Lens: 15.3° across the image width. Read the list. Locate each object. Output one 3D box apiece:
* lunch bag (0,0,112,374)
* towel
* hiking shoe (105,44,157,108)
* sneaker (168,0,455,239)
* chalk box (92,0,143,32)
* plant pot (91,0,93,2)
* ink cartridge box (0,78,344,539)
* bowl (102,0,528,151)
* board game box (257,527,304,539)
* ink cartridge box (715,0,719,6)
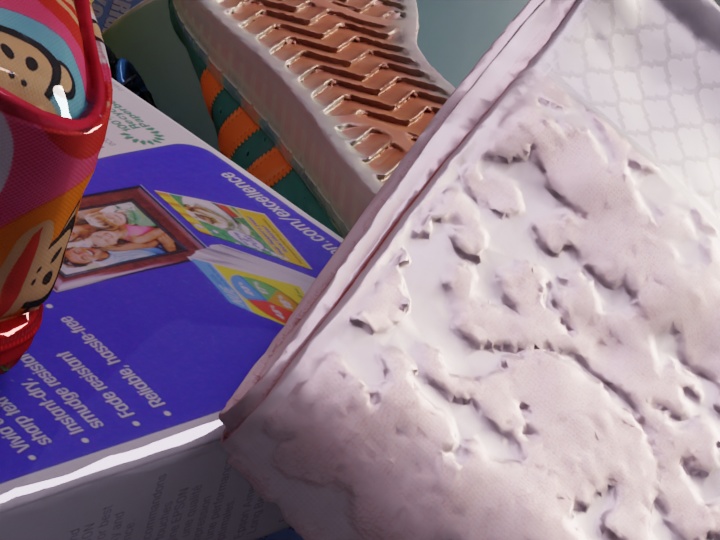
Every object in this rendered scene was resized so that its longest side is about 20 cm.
[{"bbox_3d":[-0.153,-0.061,0.525,0.199,0.082,0.177,13,27,-20],"label":"lunch bag"},{"bbox_3d":[0.085,0.040,0.579,0.200,0.032,0.191,42,48,-8],"label":"towel"},{"bbox_3d":[-0.081,-0.018,0.732,0.074,0.087,0.200,-10,14,-19],"label":"hiking shoe"},{"bbox_3d":[-0.011,-0.026,0.728,0.071,0.080,0.200,1,30,-22],"label":"sneaker"},{"bbox_3d":[-0.115,-0.077,1.065,0.199,0.124,0.124,30,6,-25],"label":"chalk box"},{"bbox_3d":[-0.186,-0.131,0.845,0.176,0.200,0.200,42,-1,-34],"label":"plant pot"},{"bbox_3d":[-0.110,0.004,0.575,0.199,0.044,0.198,-13,37,-42],"label":"ink cartridge box"},{"bbox_3d":[0.000,0.000,0.863,0.199,0.106,0.201,4,-31,2],"label":"bowl"},{"bbox_3d":[0.051,0.092,0.659,0.199,0.037,0.151,27,7,-1],"label":"board game box"},{"bbox_3d":[0.121,-0.087,1.000,0.201,0.147,0.145,55,40,-3],"label":"ink cartridge box"}]
